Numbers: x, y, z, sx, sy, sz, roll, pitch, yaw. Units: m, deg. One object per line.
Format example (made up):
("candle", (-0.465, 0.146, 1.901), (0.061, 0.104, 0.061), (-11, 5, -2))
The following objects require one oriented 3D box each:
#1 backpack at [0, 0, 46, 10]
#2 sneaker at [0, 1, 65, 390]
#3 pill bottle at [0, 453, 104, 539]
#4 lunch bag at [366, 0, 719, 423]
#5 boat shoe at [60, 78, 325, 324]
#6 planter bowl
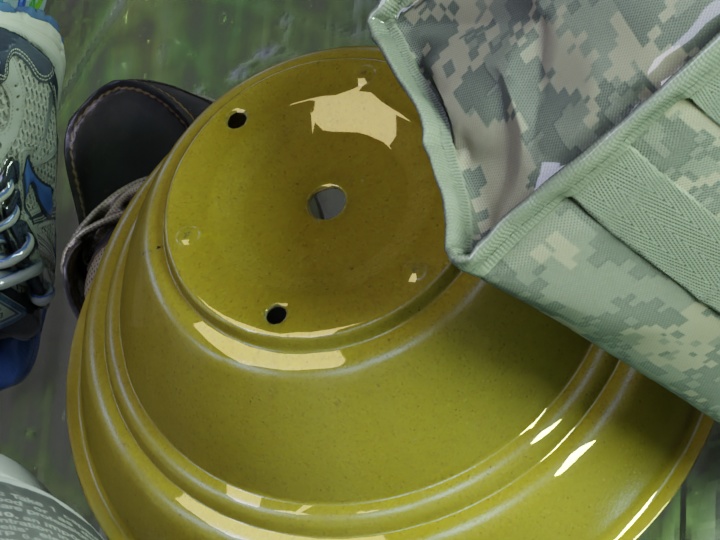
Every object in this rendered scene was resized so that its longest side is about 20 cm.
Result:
("backpack", (-0.207, -0.110, 1.108), (0.200, 0.154, 0.163), (-11, 58, 64))
("sneaker", (-0.125, -0.018, 0.964), (0.077, 0.200, 0.085), (-10, 67, -3))
("pill bottle", (-0.107, 0.122, 0.817), (0.113, 0.113, 0.200), (-56, 22, 6))
("lunch bag", (0.134, -0.059, 0.732), (0.200, 0.164, 0.118), (-41, 42, 21))
("boat shoe", (-0.052, -0.002, 0.943), (0.075, 0.073, 0.200), (-49, 45, 13))
("planter bowl", (0.000, 0.000, 0.832), (0.200, 0.084, 0.201), (-7, 58, 12))
